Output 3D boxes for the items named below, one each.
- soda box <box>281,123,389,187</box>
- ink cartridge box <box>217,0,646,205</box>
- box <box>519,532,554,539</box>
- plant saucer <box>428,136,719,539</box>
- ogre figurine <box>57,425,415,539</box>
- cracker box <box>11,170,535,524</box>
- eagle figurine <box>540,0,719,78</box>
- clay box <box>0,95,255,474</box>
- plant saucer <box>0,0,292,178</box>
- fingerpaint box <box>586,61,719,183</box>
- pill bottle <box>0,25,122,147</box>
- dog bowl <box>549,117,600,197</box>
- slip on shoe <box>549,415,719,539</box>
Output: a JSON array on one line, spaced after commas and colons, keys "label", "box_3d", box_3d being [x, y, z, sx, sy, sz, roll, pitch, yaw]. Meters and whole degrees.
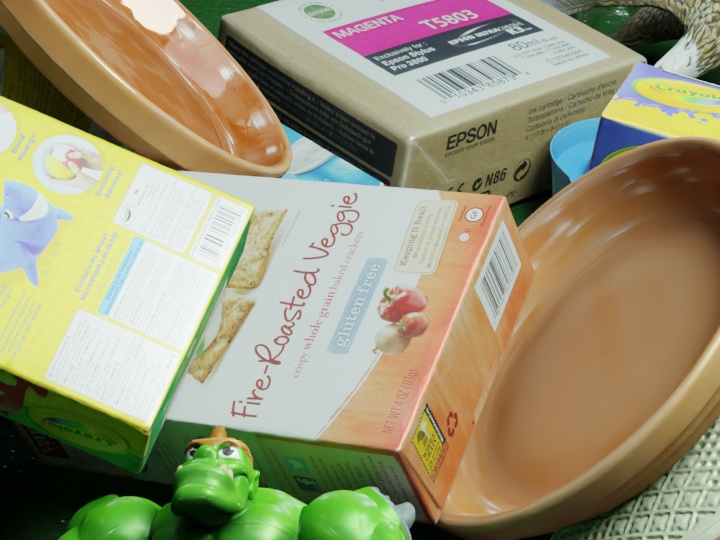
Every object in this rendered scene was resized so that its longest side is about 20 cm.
[{"label": "soda box", "box_3d": [0.000, 0.000, 1.078, 0.200, 0.064, 0.068, 33, 38, 32]}, {"label": "ink cartridge box", "box_3d": [0.038, -0.103, 1.249, 0.199, 0.075, 0.164, -22, 44, -39]}, {"label": "box", "box_3d": [0.091, 0.175, 0.841, 0.142, 0.036, 0.200, 19, 30, 15]}, {"label": "plant saucer", "box_3d": [0.098, 0.032, 0.903, 0.037, 0.200, 0.201, 41, 22, -23]}, {"label": "ogre figurine", "box_3d": [-0.059, 0.129, 0.821, 0.199, 0.098, 0.120, -20, 28, 24]}, {"label": "cracker box", "box_3d": [-0.041, 0.027, 0.931, 0.199, 0.058, 0.134, 5, 53, 28]}, {"label": "eagle figurine", "box_3d": [0.202, -0.159, 1.306, 0.150, 0.153, 0.200, -24, 42, -35]}, {"label": "clay box", "box_3d": [-0.156, -0.011, 0.879, 0.199, 0.048, 0.115, 23, 59, 2]}, {"label": "plant saucer", "box_3d": [-0.116, -0.108, 1.045, 0.200, 0.032, 0.200, 41, 14, -12]}, {"label": "fingerpaint box", "box_3d": [0.197, 0.015, 1.007, 0.199, 0.168, 0.073, 18, 32, 13]}, {"label": "pill bottle", "box_3d": [-0.199, -0.095, 1.074, 0.114, 0.115, 0.200, 23, 7, 22]}, {"label": "dog bowl", "box_3d": [0.173, -0.015, 1.163, 0.111, 0.050, 0.200, -6, 35, -24]}, {"label": "slip on shoe", "box_3d": [0.162, 0.086, 0.853, 0.199, 0.061, 0.074, -32, 29, 7]}]
